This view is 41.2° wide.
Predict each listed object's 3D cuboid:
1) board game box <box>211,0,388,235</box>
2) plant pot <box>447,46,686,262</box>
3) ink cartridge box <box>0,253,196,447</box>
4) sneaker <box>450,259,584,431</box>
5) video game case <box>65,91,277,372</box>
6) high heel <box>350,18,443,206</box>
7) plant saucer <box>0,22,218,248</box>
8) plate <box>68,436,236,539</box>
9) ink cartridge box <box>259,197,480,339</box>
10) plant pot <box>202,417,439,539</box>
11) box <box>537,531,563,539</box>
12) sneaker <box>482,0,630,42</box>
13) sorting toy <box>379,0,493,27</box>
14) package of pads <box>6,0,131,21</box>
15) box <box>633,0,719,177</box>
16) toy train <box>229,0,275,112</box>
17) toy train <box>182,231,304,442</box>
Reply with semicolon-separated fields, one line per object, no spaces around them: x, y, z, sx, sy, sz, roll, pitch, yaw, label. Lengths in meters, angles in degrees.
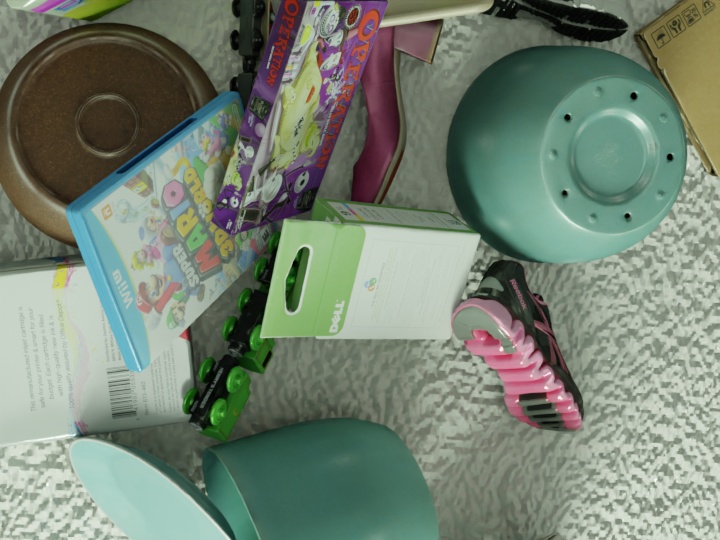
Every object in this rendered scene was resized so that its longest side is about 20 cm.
-0.050;-0.130;0.785;0.032;0.120;0.202;31;119;17;board game box
0.190;-0.099;0.839;0.196;0.161;0.205;-1;98;-9;plant pot
-0.245;0.061;0.823;0.196;0.083;0.149;-6;99;-10;ink cartridge box
0.162;0.071;0.898;0.201;0.078;0.096;54;48;-33;sneaker
-0.141;-0.036;0.774;0.018;0.200;0.145;7;127;30;video game case
0.001;-0.145;0.861;0.095;0.067;0.203;19;91;4;high heel
-0.210;-0.118;0.802;0.196;0.034;0.204;2;78;-10;plant saucer
-0.166;0.206;0.819;0.201;0.199;0.026;48;54;-12;plate
0.000;0.000;0.826;0.197;0.059;0.106;2;113;-33;ink cartridge box
-0.028;0.221;0.832;0.159;0.200;0.204;-19;101;-21;plant pot
0.106;0.322;0.871;0.198;0.077;0.096;-29;74;21;box
0.154;-0.272;0.868;0.196;0.074;0.082;13;79;-15;sneaker
0.013;-0.307;0.808;0.181;0.036;0.204;-6;89;9;sorting toy
-0.173;-0.269;0.744;0.198;0.155;0.069;-28;98;10;package of pads
0.384;-0.214;0.931;0.199;0.021;0.165;-35;102;-4;box
-0.091;-0.209;0.837;0.034;0.046;0.204;4;95;28;toy train
-0.092;0.054;0.832;0.041;0.057;0.202;15;63;23;toy train
